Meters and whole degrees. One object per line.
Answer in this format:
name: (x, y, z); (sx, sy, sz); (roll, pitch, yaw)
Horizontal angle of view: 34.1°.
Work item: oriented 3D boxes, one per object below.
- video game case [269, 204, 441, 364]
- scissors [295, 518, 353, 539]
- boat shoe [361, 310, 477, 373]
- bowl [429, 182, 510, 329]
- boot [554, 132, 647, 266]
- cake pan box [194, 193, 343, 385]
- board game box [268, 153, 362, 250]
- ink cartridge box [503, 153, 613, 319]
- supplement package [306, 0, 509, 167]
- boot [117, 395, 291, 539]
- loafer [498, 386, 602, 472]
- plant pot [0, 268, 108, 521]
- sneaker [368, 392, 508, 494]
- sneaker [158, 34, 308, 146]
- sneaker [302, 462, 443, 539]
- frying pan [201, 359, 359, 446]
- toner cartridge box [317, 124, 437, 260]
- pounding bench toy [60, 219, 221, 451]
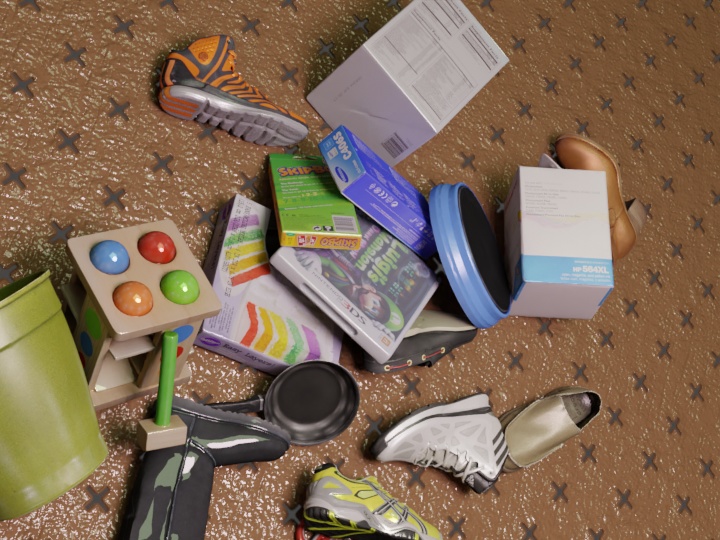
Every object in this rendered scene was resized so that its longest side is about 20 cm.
video game case: (0.000, 0.000, 1.441); (0.182, 0.023, 0.200); (43, 35, -3)
scissors: (-0.082, 0.341, 1.329); (0.200, 0.014, 0.073); (-35, 94, -37)
boat shoe: (0.077, 0.090, 1.511); (0.201, 0.074, 0.063); (-8, 109, -45)
bowl: (0.148, -0.023, 1.549); (0.201, 0.039, 0.201); (55, 23, -38)
boot: (0.334, -0.095, 1.759); (0.200, 0.077, 0.155); (52, 56, -13)
cake pan box: (-0.101, 0.025, 1.424); (0.184, 0.052, 0.200); (27, 57, -25)
board game box: (-0.060, -0.089, 1.444); (0.095, 0.030, 0.200); (3, 35, -11)
ink cartridge box: (0.271, -0.049, 1.628); (0.125, 0.129, 0.200); (4, 67, -3)
supplement package: (0.065, -0.260, 1.590); (0.151, 0.152, 0.200); (49, 52, -7)
boot: (-0.168, 0.251, 1.269); (0.165, 0.066, 0.200); (16, 56, -13)
loafer: (0.249, 0.203, 1.570); (0.200, 0.067, 0.076); (-30, 88, -38)
plant pot: (-0.348, 0.131, 1.143); (0.200, 0.200, 0.193); (-35, 104, -38)
sneaker: (0.111, 0.226, 1.450); (0.200, 0.076, 0.115); (-12, 63, -39)
sneaker: (-0.152, -0.234, 1.482); (0.200, 0.078, 0.112); (18, 63, -27)
sneaker: (0.023, 0.282, 1.375); (0.200, 0.075, 0.077); (29, 50, -34)
frying pan: (-0.092, 0.167, 1.375); (0.190, 0.031, 0.115); (-21, 117, -4)
toner cartridge box: (0.031, -0.097, 1.497); (0.200, 0.043, 0.095); (36, 21, -46)
pounding bench toy: (-0.222, 0.069, 1.222); (0.124, 0.156, 0.200); (-15, 60, -36)
